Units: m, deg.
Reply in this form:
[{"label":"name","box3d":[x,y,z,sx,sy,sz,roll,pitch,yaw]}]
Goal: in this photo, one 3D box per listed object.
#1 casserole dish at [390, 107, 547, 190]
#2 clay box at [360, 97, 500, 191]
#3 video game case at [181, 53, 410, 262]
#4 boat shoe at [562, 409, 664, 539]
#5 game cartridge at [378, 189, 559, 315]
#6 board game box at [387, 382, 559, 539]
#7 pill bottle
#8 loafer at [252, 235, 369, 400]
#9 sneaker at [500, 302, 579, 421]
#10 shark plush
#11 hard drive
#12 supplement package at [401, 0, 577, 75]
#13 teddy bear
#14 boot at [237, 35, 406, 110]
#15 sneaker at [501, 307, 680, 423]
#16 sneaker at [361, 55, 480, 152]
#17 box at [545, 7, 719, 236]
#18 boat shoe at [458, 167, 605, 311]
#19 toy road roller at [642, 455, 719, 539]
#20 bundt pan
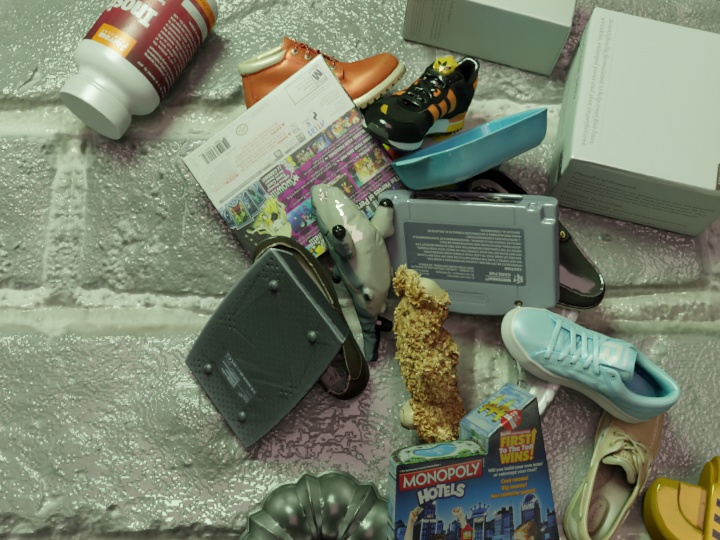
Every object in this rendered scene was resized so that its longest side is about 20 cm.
[{"label":"casserole dish","box3d":[0.124,-0.131,0.973,0.198,0.120,0.039,-26,102,-34]},{"label":"clay box","box3d":[0.055,-0.122,1.060,0.198,0.048,0.116,28,73,5]},{"label":"video game case","box3d":[-0.071,-0.110,1.009,0.199,0.036,0.182,-36,92,4]},{"label":"boat shoe","box3d":[0.282,0.207,0.960,0.071,0.065,0.202,29,74,6]},{"label":"game cartridge","box3d":[0.117,-0.018,0.967,0.197,0.041,0.135,5,114,23]},{"label":"board game box","box3d":[0.112,0.219,0.883,0.196,0.062,0.204,-1,98,-22]},{"label":"pill bottle","box3d":[-0.264,-0.261,1.055,0.112,0.113,0.202,28,74,6]},{"label":"loafer","box3d":[-0.052,0.050,0.967,0.072,0.071,0.202,-33,90,4]},{"label":"sneaker","box3d":[0.191,0.087,0.997,0.081,0.075,0.202,16,62,9]},{"label":"shark plush","box3d":[0.000,0.000,0.982,0.082,0.202,0.091,7,39,42]},{"label":"hard drive","box3d":[-0.098,0.082,0.934,0.135,0.200,0.042,51,36,13]},{"label":"supplement package","box3d":[0.162,-0.340,1.094,0.196,0.118,0.119,15,72,3]},{"label":"teddy bear","box3d":[0.063,0.093,0.939,0.066,0.145,0.203,-13,118,-15]},{"label":"boot","box3d":[-0.046,-0.231,1.046,0.197,0.075,0.109,-21,110,-3]},{"label":"sneaker","box3d":[0.242,0.086,0.916,0.198,0.082,0.075,27,60,-12]},{"label":"sneaker","box3d":[0.071,-0.196,0.991,0.070,0.091,0.199,34,32,19]},{"label":"box","box3d":[0.337,-0.171,1.043,0.196,0.131,0.202,13,72,2]},{"label":"boat shoe","box3d":[0.189,-0.033,0.980,0.201,0.063,0.074,43,70,11]},{"label":"toy road roller","box3d":[0.360,0.293,0.913,0.143,0.123,0.203,11,70,15]},{"label":"bundt pan","box3d":[-0.036,0.304,0.913,0.198,0.076,0.206,1,72,-2]}]
